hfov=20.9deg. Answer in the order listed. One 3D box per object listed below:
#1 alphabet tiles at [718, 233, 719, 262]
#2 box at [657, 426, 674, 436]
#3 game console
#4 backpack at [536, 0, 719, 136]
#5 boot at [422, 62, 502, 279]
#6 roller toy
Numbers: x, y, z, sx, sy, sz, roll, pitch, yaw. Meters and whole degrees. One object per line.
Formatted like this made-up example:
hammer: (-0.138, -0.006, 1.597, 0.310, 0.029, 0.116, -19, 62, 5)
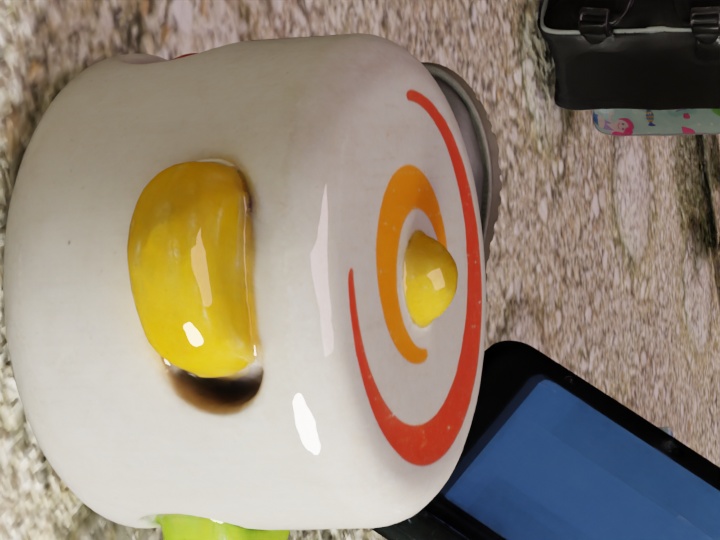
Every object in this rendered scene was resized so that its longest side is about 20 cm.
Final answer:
alphabet tiles: (0.332, -0.102, 1.717, 0.200, 0.015, 0.196, -59, 158, -72)
box: (0.220, 0.234, 1.451, 0.137, 0.040, 0.200, 53, 41, -53)
game console: (0.105, 0.110, 0.859, 0.117, 0.200, 0.176, -56, 164, -5)
backpack: (0.223, -0.190, 1.318, 0.151, 0.177, 0.200, 63, 35, -48)
boot: (0.002, -0.001, 0.919, 0.200, 0.072, 0.182, -19, 105, -60)
roller toy: (-0.032, 0.003, 0.724, 0.200, 0.139, 0.183, 66, 30, -41)
